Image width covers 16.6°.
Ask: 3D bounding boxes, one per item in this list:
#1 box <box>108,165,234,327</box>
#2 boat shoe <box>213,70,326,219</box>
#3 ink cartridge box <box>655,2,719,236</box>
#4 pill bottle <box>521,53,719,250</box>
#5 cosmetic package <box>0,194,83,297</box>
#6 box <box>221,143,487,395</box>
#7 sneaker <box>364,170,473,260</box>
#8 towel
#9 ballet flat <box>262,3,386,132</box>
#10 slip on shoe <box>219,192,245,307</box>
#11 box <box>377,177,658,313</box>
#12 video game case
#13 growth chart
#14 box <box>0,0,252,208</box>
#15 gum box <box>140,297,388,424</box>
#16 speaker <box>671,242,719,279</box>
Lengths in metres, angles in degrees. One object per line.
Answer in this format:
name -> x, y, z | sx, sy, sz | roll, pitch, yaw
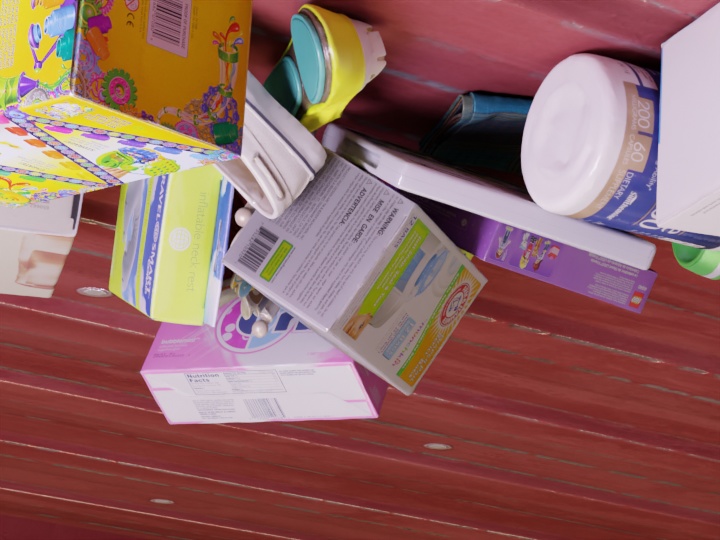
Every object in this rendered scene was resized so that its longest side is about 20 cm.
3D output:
box -> -0.142, -0.029, 1.833 | 0.047, 0.122, 0.200 | 6, -176, -17
boat shoe -> -0.108, -0.106, 1.638 | 0.200, 0.070, 0.071 | 43, 163, -35
ink cartridge box -> 0.307, -0.089, 1.591 | 0.199, 0.129, 0.125 | 7, 164, -16
pill bottle -> 0.220, -0.075, 1.697 | 0.199, 0.111, 0.111 | 12, 163, -27
cosmetic package -> -0.267, -0.052, 1.930 | 0.087, 0.104, 0.200 | 8, 166, -11
box -> 0.000, 0.000, 1.789 | 0.101, 0.113, 0.200 | 33, 176, 24
sneaker -> 0.035, -0.012, 1.990 | 0.076, 0.105, 0.200 | -6, 162, 32
towel -> 0.153, -0.092, 1.826 | 0.199, 0.022, 0.147 | 7, 165, -11
ballet flat -> -0.019, -0.137, 1.650 | 0.067, 0.067, 0.200 | -14, 172, -14
slip on shoe -> -0.117, -0.015, 1.941 | 0.074, 0.061, 0.200 | -28, -162, 12
box -> 0.121, -0.026, 1.929 | 0.200, 0.039, 0.137 | 18, -172, -46
video game case -> 0.088, -0.054, 1.758 | 0.199, 0.022, 0.182 | 17, -174, -20
growth chart -> -0.059, -0.033, 1.836 | 0.018, 0.145, 0.200 | 22, 153, 13
box -> -0.164, -0.156, 1.329 | 0.192, 0.201, 0.122 | -9, 161, 42
gum box -> -0.071, 0.058, 1.975 | 0.199, 0.114, 0.066 | -3, 134, 24
speaker -> 0.345, -0.023, 1.910 | 0.199, 0.089, 0.088 | 9, 164, -17
